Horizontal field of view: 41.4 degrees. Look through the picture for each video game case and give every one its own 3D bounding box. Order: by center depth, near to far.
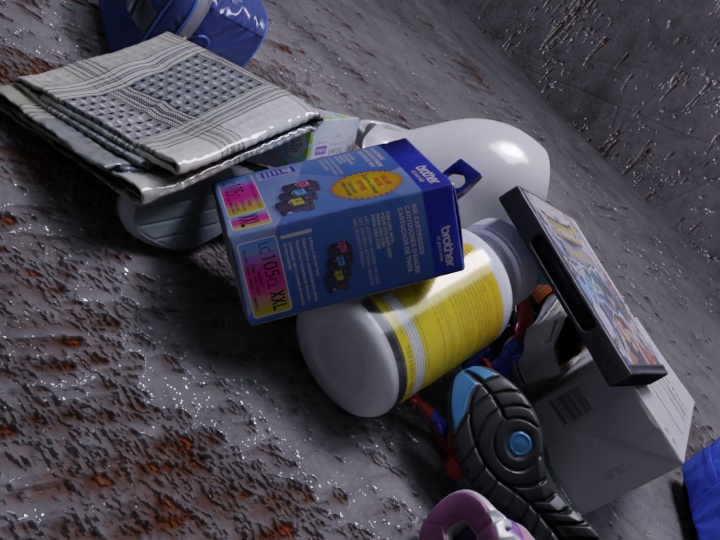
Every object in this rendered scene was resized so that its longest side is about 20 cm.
[{"bbox_3d":[0.205,0.019,0.854,0.181,0.025,0.200,63,19,18],"label":"video game case"}]

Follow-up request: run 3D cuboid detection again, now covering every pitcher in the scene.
[{"bbox_3d":[0.090,-0.116,1.027,0.200,0.121,0.172,7,31,-8],"label":"pitcher"}]

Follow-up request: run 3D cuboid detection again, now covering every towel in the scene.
[{"bbox_3d":[-0.162,-0.135,0.766,0.192,0.035,0.200,33,43,25],"label":"towel"}]

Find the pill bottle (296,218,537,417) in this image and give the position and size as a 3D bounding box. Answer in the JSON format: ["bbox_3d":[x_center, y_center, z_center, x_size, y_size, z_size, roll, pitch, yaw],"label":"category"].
[{"bbox_3d":[0.054,0.029,0.789,0.200,0.112,0.112,-28,69,-34],"label":"pill bottle"}]

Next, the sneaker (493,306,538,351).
[{"bbox_3d":[0.164,0.053,1.030,0.084,0.077,0.200,43,5,33],"label":"sneaker"}]

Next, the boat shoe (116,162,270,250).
[{"bbox_3d":[-0.146,-0.062,0.805,0.067,0.074,0.200,21,13,24],"label":"boat shoe"}]

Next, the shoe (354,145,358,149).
[{"bbox_3d":[0.006,-0.082,1.083,0.091,0.071,0.200,29,23,-21],"label":"shoe"}]

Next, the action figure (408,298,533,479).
[{"bbox_3d":[0.099,0.086,0.845,0.099,0.065,0.200,59,38,-36],"label":"action figure"}]

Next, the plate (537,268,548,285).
[{"bbox_3d":[0.142,-0.015,1.075,0.200,0.026,0.200,11,-5,1],"label":"plate"}]

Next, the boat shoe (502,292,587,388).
[{"bbox_3d":[0.219,0.064,0.992,0.200,0.070,0.071,-25,99,-53],"label":"boat shoe"}]

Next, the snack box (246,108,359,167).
[{"bbox_3d":[-0.091,-0.137,0.922,0.142,0.053,0.200,14,12,8],"label":"snack box"}]

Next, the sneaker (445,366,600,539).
[{"bbox_3d":[0.125,0.173,0.779,0.200,0.073,0.082,63,-7,4],"label":"sneaker"}]

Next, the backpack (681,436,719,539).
[{"bbox_3d":[0.475,0.274,1.090,0.163,0.168,0.200,46,17,-10],"label":"backpack"}]

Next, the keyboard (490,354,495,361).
[{"bbox_3d":[0.130,0.142,0.940,0.104,0.040,0.200,59,12,-26],"label":"keyboard"}]

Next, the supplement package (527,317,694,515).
[{"bbox_3d":[0.260,0.145,0.995,0.120,0.121,0.200,57,23,4],"label":"supplement package"}]

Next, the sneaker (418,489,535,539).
[{"bbox_3d":[0.122,0.246,0.666,0.088,0.080,0.200,30,23,-48],"label":"sneaker"}]

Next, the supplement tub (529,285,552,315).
[{"bbox_3d":[0.242,0.010,1.232,0.122,0.123,0.200,15,35,-49],"label":"supplement tub"}]

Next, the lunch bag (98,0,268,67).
[{"bbox_3d":[-0.196,-0.272,0.993,0.132,0.136,0.200,23,30,-39],"label":"lunch bag"}]

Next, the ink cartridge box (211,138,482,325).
[{"bbox_3d":[-0.006,-0.039,0.738,0.136,0.200,0.076,-122,-158,-64],"label":"ink cartridge box"}]
